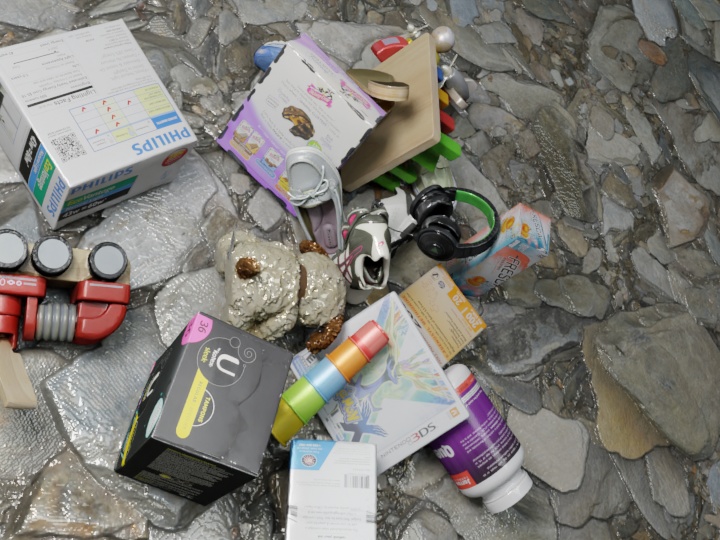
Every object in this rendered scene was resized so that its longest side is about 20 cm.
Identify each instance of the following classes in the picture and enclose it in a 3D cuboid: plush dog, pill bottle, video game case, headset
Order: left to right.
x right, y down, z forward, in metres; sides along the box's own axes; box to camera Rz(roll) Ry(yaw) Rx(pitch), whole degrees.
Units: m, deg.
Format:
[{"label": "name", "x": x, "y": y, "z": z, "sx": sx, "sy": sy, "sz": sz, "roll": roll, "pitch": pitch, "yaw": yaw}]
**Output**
[{"label": "plush dog", "x": -0.098, "y": 0.021, "z": 1.057, "sx": 0.169, "sy": 0.160, "sz": 0.203, "roll": 4, "pitch": 64, "yaw": -25}, {"label": "video game case", "x": 0.024, "y": 0.162, "z": 1.083, "sx": 0.181, "sy": 0.022, "sz": 0.202, "roll": -33, "pitch": 83, "yaw": 4}, {"label": "headset", "x": 0.112, "y": -0.080, "z": 1.177, "sx": 0.197, "sy": 0.095, "sz": 0.125, "roll": -5, "pitch": 52, "yaw": -5}, {"label": "pill bottle", "x": 0.160, "y": 0.245, "z": 1.134, "sx": 0.112, "sy": 0.112, "sz": 0.201, "roll": -32, "pitch": 85, "yaw": -37}]

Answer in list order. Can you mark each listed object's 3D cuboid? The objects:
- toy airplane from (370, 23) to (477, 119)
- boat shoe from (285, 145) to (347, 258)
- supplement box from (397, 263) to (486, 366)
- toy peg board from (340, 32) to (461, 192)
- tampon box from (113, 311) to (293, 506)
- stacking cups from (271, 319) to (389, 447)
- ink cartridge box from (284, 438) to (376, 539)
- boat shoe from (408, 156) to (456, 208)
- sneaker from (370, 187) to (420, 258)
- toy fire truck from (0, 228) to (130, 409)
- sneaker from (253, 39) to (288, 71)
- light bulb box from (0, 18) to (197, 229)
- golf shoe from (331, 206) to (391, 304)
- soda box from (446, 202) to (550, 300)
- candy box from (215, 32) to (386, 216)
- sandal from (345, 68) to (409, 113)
[{"label": "toy airplane", "x": 0.133, "y": -0.358, "z": 1.381, "sx": 0.199, "sy": 0.142, "sz": 0.199, "roll": 36, "pitch": 28, "yaw": 11}, {"label": "boat shoe", "x": -0.059, "y": -0.087, "z": 1.125, "sx": 0.073, "sy": 0.204, "sz": 0.065, "roll": -7, "pitch": 43, "yaw": 7}, {"label": "supplement box", "x": 0.083, "y": 0.096, "z": 1.184, "sx": 0.199, "sy": 0.073, "sz": 0.127, "roll": -36, "pitch": 87, "yaw": -36}, {"label": "toy peg board", "x": 0.069, "y": -0.237, "z": 1.273, "sx": 0.097, "sy": 0.199, "sz": 0.202, "roll": 24, "pitch": 54, "yaw": -39}, {"label": "tampon box", "x": -0.187, "y": 0.168, "z": 0.914, "sx": 0.125, "sy": 0.200, "sz": 0.152, "roll": 25, "pitch": 56, "yaw": -17}, {"label": "stacking cups", "x": -0.047, "y": 0.142, "z": 1.039, "sx": 0.200, "sy": 0.060, "sz": 0.061, "roll": -44, "pitch": 92, "yaw": -7}, {"label": "ink cartridge box", "x": -0.040, "y": 0.324, "z": 0.991, "sx": 0.114, "sy": 0.067, "sz": 0.203, "roll": 5, "pitch": 64, "yaw": -7}, {"label": "boat shoe", "x": 0.111, "y": -0.188, "z": 1.330, "sx": 0.071, "sy": 0.062, "sz": 0.202, "roll": -19, "pitch": 68, "yaw": -1}, {"label": "sneaker", "x": 0.033, "y": -0.061, "z": 1.242, "sx": 0.080, "sy": 0.074, "sz": 0.200, "roll": 39, "pitch": 48, "yaw": 10}, {"label": "toy fire truck", "x": -0.365, "y": 0.063, "z": 0.921, "sx": 0.174, "sy": 0.128, "sz": 0.203, "roll": 7, "pitch": 76, "yaw": -27}, {"label": "sneaker", "x": -0.095, "y": -0.291, "z": 1.258, "sx": 0.199, "sy": 0.079, "sz": 0.090, "roll": 36, "pitch": 68, "yaw": 6}, {"label": "light bulb box", "x": -0.359, "y": -0.195, "z": 1.032, "sx": 0.197, "sy": 0.125, "sz": 0.201, "roll": -30, "pitch": 85, "yaw": -37}, {"label": "golf shoe", "x": 0.000, "y": 0.000, "z": 1.104, "sx": 0.076, "sy": 0.201, "sz": 0.089, "roll": -7, "pitch": 55, "yaw": -13}, {"label": "soda box", "x": 0.214, "y": -0.026, "z": 1.238, "sx": 0.063, "sy": 0.200, "sz": 0.069, "roll": 24, "pitch": 58, "yaw": -18}, {"label": "candy box", "x": -0.088, "y": -0.210, "z": 1.145, "sx": 0.168, "sy": 0.200, "sz": 0.072, "roll": 44, "pitch": 33, "yaw": -5}, {"label": "sandal", "x": 0.021, "y": -0.262, "z": 1.198, "sx": 0.076, "sy": 0.212, "sz": 0.071, "roll": 0, "pitch": 111, "yaw": -15}]
